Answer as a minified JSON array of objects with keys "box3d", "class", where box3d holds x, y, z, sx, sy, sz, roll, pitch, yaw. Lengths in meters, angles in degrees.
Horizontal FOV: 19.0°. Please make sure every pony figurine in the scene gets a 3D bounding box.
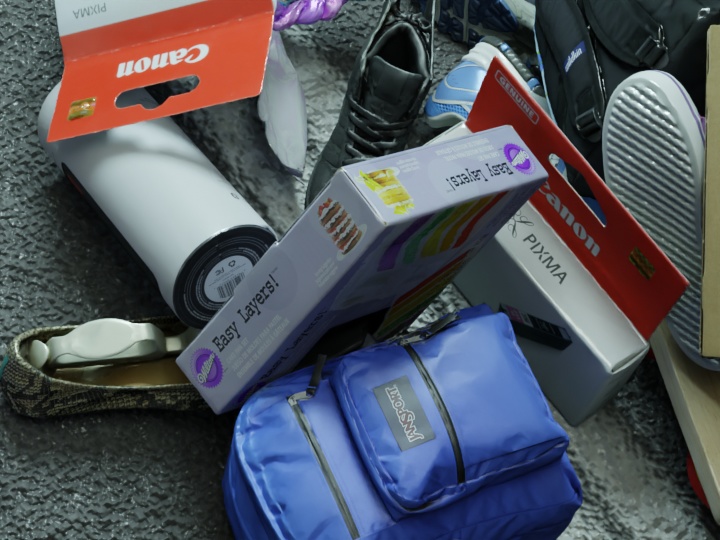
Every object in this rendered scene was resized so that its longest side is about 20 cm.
[{"box3d":[-0.085,-0.177,1.475,0.198,0.167,0.194,5,53,8],"class":"pony figurine"}]

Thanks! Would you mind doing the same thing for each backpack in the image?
[{"box3d":[0.016,0.115,1.326,0.199,0.168,0.163,-19,62,-17],"class":"backpack"},{"box3d":[0.188,-0.160,1.437,0.153,0.164,0.201,13,35,-36],"class":"backpack"}]

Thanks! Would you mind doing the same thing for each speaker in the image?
[{"box3d":[-0.132,-0.052,1.386,0.081,0.082,0.200,-24,47,-22],"class":"speaker"}]

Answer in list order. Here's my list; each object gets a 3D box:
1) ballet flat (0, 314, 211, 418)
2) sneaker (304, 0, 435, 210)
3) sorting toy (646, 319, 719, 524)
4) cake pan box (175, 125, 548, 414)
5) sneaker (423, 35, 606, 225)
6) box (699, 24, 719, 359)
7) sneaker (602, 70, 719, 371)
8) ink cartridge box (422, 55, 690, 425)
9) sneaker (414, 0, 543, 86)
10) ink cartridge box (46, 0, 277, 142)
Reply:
[{"box3d":[-0.131,0.054,1.374,0.198,0.075,0.068,-5,61,-15],"class":"ballet flat"},{"box3d":[0.011,-0.109,1.471,0.060,0.104,0.201,17,61,-3],"class":"sneaker"},{"box3d":[0.285,0.070,1.445,0.197,0.070,0.201,-8,65,-22],"class":"sorting toy"},{"box3d":[0.000,0.000,1.334,0.184,0.200,0.052,-14,63,-52],"class":"cake pan box"},{"box3d":[0.123,-0.066,1.503,0.077,0.076,0.200,-37,74,-3],"class":"sneaker"},{"box3d":[0.263,-0.047,1.344,0.163,0.021,0.202,-1,92,-50],"class":"box"},{"box3d":[0.220,-0.051,1.363,0.114,0.072,0.202,-40,121,-38],"class":"sneaker"},{"box3d":[0.114,-0.015,1.406,0.043,0.174,0.200,-32,74,-23],"class":"ink cartridge box"},{"box3d":[0.117,-0.199,1.565,0.200,0.077,0.085,37,57,-3],"class":"sneaker"},{"box3d":[-0.127,-0.187,1.386,0.162,0.057,0.201,-11,45,23],"class":"ink cartridge box"}]
